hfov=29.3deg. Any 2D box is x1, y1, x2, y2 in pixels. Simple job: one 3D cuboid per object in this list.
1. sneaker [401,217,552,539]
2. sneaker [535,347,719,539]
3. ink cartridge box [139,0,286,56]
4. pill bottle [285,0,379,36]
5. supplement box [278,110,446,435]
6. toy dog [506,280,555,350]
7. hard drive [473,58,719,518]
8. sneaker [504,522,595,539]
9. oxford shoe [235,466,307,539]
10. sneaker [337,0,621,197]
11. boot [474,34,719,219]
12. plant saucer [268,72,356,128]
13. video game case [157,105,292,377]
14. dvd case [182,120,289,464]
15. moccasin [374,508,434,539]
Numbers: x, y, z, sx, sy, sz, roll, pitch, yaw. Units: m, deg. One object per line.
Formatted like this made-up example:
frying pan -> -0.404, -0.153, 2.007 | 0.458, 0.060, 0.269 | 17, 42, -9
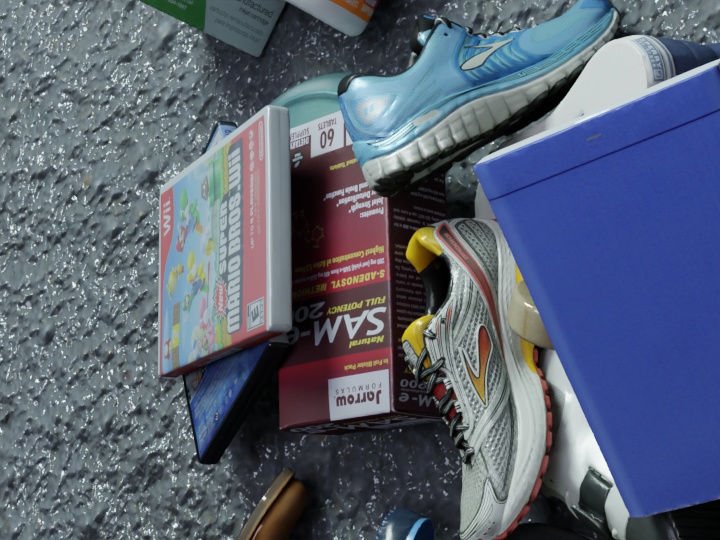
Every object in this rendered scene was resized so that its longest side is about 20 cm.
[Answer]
sneaker -> 0.061, 0.065, 0.811 | 0.078, 0.081, 0.202 | 127, 144, -62
sneaker -> 0.151, 0.124, 0.788 | 0.089, 0.074, 0.201 | -46, 45, 27
ink cartridge box -> -0.099, -0.282, 1.017 | 0.083, 0.146, 0.201 | 32, 100, 36
pill bottle -> -0.002, -0.278, 0.968 | 0.109, 0.109, 0.201 | 34, 100, 36
supplement box -> 0.000, 0.000, 0.890 | 0.108, 0.061, 0.202 | -15, 73, 43
toy dog -> 0.166, -0.010, 0.767 | 0.133, 0.198, 0.097 | -58, 20, 25
hard drive -> 0.153, 0.016, 0.672 | 0.131, 0.025, 0.202 | -20, 100, 31
sneaker -> 0.148, 0.200, 0.750 | 0.199, 0.085, 0.075 | 37, 78, 31
oxford shoe -> -0.070, 0.234, 0.937 | 0.071, 0.071, 0.202 | 21, 91, 8
sneaker -> 0.073, -0.128, 0.839 | 0.090, 0.199, 0.078 | 58, 160, 7
boot -> 0.151, -0.070, 0.835 | 0.200, 0.090, 0.073 | -44, 56, 54
plant saucer -> -0.035, -0.049, 0.990 | 0.199, 0.027, 0.202 | -10, 73, 35
video game case -> -0.095, -0.013, 0.929 | 0.200, 0.017, 0.145 | -25, 64, 60
dvd case -> -0.101, 0.015, 0.974 | 0.143, 0.017, 0.201 | -58, 38, 42
moccasin -> -0.013, 0.242, 0.868 | 0.068, 0.080, 0.202 | 20, 90, 26
